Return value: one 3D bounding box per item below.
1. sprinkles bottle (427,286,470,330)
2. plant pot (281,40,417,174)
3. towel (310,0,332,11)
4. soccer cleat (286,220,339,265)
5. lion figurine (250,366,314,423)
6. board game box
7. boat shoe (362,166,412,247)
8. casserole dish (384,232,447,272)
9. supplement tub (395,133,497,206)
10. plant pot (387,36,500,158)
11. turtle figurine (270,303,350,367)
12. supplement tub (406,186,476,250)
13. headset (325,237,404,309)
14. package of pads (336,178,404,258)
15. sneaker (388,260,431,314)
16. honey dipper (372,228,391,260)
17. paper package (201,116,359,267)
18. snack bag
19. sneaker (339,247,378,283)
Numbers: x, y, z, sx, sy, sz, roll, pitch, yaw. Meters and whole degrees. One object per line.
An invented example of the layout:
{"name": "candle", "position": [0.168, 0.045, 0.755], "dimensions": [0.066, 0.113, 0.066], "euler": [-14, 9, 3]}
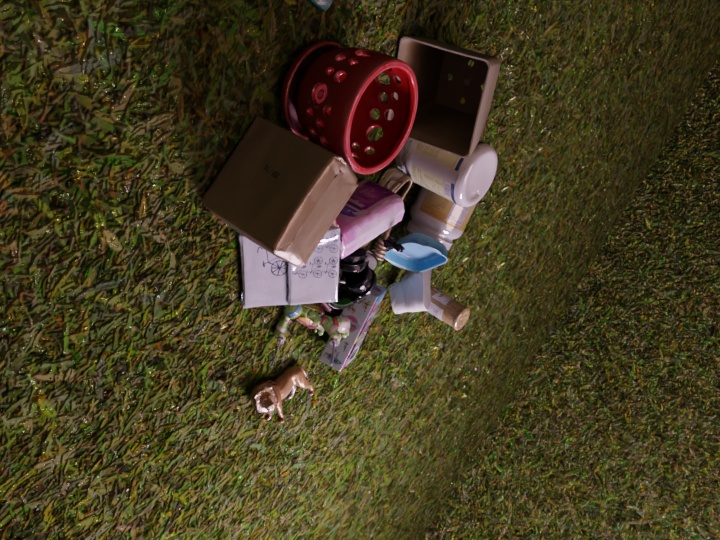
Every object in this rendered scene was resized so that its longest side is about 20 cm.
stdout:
{"name": "sprinkles bottle", "position": [0.196, 0.083, 1.838], "dimensions": [0.068, 0.199, 0.069], "euler": [-36, 143, -33]}
{"name": "plant pot", "position": [-0.023, -0.294, 1.207], "dimensions": [0.200, 0.182, 0.202], "euler": [-34, 141, -34]}
{"name": "towel", "position": [-0.076, -0.526, 1.088], "dimensions": [0.148, 0.022, 0.199], "euler": [-61, 149, 2]}
{"name": "soccer cleat", "position": [-0.112, -0.046, 1.356], "dimensions": [0.085, 0.069, 0.200], "euler": [-20, 160, -44]}
{"name": "lion figurine", "position": [-0.180, 0.273, 1.596], "dimensions": [0.200, 0.072, 0.124], "euler": [-45, 137, -48]}
{"name": "board game box", "position": [-0.015, 0.128, 1.659], "dimensions": [0.202, 0.064, 0.147], "euler": [-65, 172, 10]}
{"name": "boat shoe", "position": [0.048, -0.135, 1.563], "dimensions": [0.201, 0.065, 0.072], "euler": [-59, 149, 3]}
{"name": "casserole dish", "position": [0.136, -0.046, 1.677], "dimensions": [0.120, 0.200, 0.039], "euler": [24, 69, -18]}
{"name": "supplement tub", "position": [0.190, -0.245, 1.545], "dimensions": [0.144, 0.199, 0.146], "euler": [-35, 142, -33]}
{"name": "plant pot", "position": [0.194, -0.383, 1.454], "dimensions": [0.177, 0.198, 0.202], "euler": [-37, 144, -50]}
{"name": "turtle figurine", "position": [-0.109, 0.143, 1.507], "dimensions": [0.143, 0.202, 0.193], "euler": [-30, 161, 20]}
{"name": "supplement tub", "position": [0.209, -0.167, 1.695], "dimensions": [0.144, 0.144, 0.202], "euler": [10, 108, -58]}
{"name": "headset", "position": [0.000, 0.000, 1.445], "dimensions": [0.200, 0.094, 0.124], "euler": [-42, 130, -21]}
{"name": "package of pads", "position": [-0.013, -0.111, 1.442], "dimensions": [0.199, 0.120, 0.076], "euler": [-33, 140, -35]}
{"name": "sneaker", "position": [0.124, 0.018, 1.804], "dimensions": [0.074, 0.114, 0.202], "euler": [44, 43, -47]}
{"name": "honey dipper", "position": [0.077, -0.122, 1.649], "dimensions": [0.038, 0.038, 0.202], "euler": [7, 108, -57]}
{"name": "paper package", "position": [-0.137, -0.132, 1.164], "dimensions": [0.192, 0.199, 0.103], "euler": [-56, 149, -5]}
{"name": "snack bag", "position": [-0.138, -0.003, 1.333], "dimensions": [0.197, 0.022, 0.190], "euler": [-3, 129, -10]}
{"name": "sneaker", "position": [-0.021, -0.002, 1.560], "dimensions": [0.199, 0.079, 0.075], "euler": [-6, 129, -54]}
